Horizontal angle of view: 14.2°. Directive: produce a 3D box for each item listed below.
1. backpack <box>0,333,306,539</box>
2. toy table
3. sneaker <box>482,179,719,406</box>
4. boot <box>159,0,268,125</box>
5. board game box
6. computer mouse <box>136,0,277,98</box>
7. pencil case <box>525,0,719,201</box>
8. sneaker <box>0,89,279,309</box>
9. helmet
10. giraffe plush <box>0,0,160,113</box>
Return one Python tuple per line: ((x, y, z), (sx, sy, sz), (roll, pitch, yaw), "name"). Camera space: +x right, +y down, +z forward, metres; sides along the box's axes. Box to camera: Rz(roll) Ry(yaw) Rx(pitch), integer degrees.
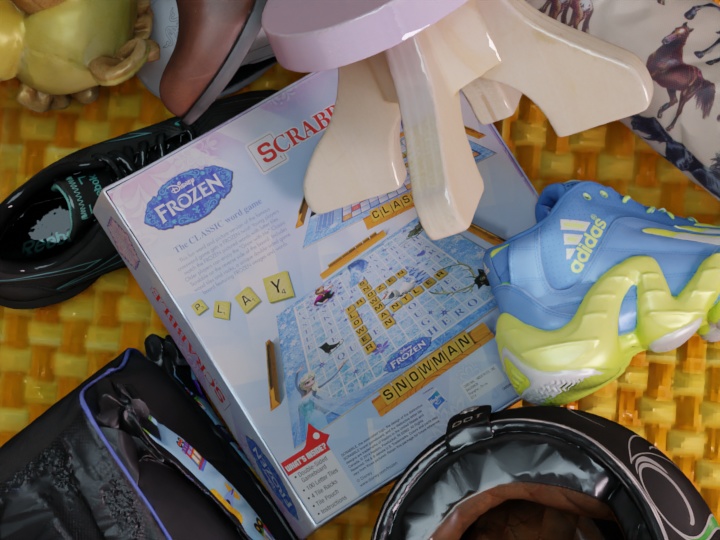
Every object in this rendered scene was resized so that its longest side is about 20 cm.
((-0.099, 0.151, 1.433), (0.134, 0.183, 0.200), (-37, 93, 9), "backpack")
((0.035, -0.103, 1.382), (0.183, 0.200, 0.118), (-13, 113, 32), "toy table")
((0.149, -0.010, 1.445), (0.199, 0.076, 0.105), (-21, 80, -25), "sneaker")
((-0.131, -0.187, 1.402), (0.199, 0.068, 0.189), (18, 96, -10), "boot")
((0.000, 0.000, 1.462), (0.200, 0.041, 0.200), (-30, 84, -20), "board game box")
((-0.033, -0.152, 1.519), (0.199, 0.044, 0.110), (-29, 82, 2), "computer mouse")
((0.174, -0.097, 1.451), (0.089, 0.078, 0.200), (-38, 64, -23), "pencil case")
((-0.114, -0.036, 1.499), (0.199, 0.079, 0.076), (-27, 80, 1), "sneaker")
((0.095, 0.168, 1.398), (0.199, 0.191, 0.201), (-5, 72, 14), "helmet")
((-0.189, -0.128, 1.471), (0.161, 0.200, 0.173), (-13, 57, 2), "giraffe plush")
